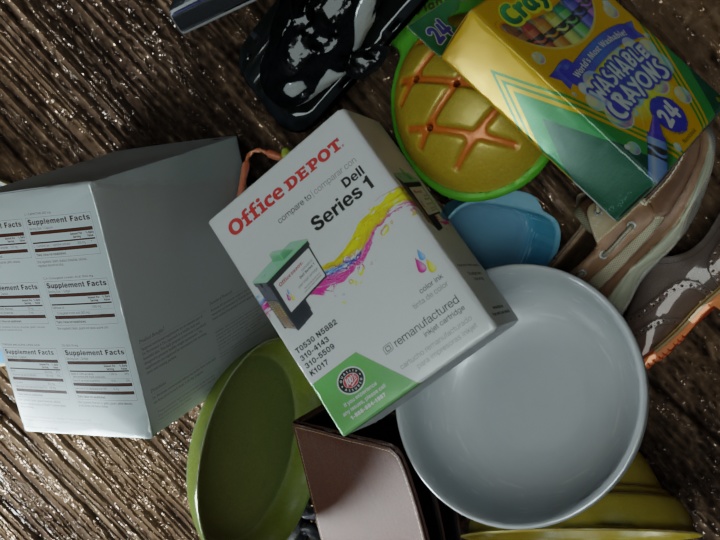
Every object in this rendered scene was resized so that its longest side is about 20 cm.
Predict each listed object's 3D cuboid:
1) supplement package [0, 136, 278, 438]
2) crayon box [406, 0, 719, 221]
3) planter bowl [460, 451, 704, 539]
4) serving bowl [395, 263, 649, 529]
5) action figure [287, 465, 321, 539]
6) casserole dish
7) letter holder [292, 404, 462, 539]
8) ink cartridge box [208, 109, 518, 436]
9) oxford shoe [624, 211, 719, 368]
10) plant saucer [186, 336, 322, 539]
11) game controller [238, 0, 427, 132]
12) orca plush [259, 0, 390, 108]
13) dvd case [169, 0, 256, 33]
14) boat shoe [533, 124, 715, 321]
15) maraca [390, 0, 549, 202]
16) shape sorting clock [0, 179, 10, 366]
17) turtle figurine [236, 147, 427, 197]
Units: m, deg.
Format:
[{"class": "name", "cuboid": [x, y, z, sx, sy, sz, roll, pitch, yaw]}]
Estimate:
[{"class": "supplement package", "cuboid": [-0.193, 0.007, 0.783, 0.147, 0.191, 0.200, -3, 106, 28]}, {"class": "crayon box", "cuboid": [0.148, -0.145, 0.655, 0.200, 0.126, 0.052, 44, 143, 6]}, {"class": "planter bowl", "cuboid": [0.185, 0.187, 0.796, 0.200, 0.200, 0.084, -6, 70, 15]}, {"class": "serving bowl", "cuboid": [0.130, 0.099, 0.726, 0.200, 0.066, 0.200, -9, 71, 28]}, {"class": "action figure", "cuboid": [-0.064, 0.291, 0.906, 0.119, 0.102, 0.200, -6, 79, 23]}, {"class": "casserole dish", "cuboid": [0.091, 0.017, 0.790, 0.121, 0.039, 0.200, 8, 115, -27]}, {"class": "letter holder", "cuboid": [0.040, 0.215, 0.821, 0.142, 0.101, 0.200, 4, 112, 48]}, {"class": "ink cartridge box", "cuboid": [0.000, 0.000, 0.710, 0.145, 0.084, 0.200, -38, 77, 17]}, {"class": "oxford shoe", "cuboid": [0.248, 0.029, 0.772, 0.200, 0.071, 0.073, -41, 78, 14]}, {"class": "plant saucer", "cuboid": [-0.091, 0.154, 0.798, 0.031, 0.200, 0.200, 6, 109, 27]}, {"class": "game controller", "cuboid": [-0.018, -0.209, 0.757, 0.200, 0.042, 0.104, -45, 75, 22]}, {"class": "orca plush", "cuboid": [-0.016, -0.204, 0.693, 0.200, 0.071, 0.105, -33, 79, 24]}, {"class": "dvd case", "cuboid": [-0.045, -0.261, 0.703, 0.200, 0.150, 0.025, -19, 128, 18]}, {"class": "boat shoe", "cuboid": [0.208, -0.038, 0.741, 0.072, 0.076, 0.200, 26, 106, -9]}, {"class": "maraca", "cuboid": [0.084, -0.151, 0.732, 0.137, 0.107, 0.200, -19, 76, 16]}, {"class": "shape sorting clock", "cuboid": [-0.377, 0.003, 0.919, 0.200, 0.039, 0.200, 4, 108, 12]}, {"class": "turtle figurine", "cuboid": [-0.012, -0.024, 0.811, 0.161, 0.064, 0.200, -15, 94, 9]}]
